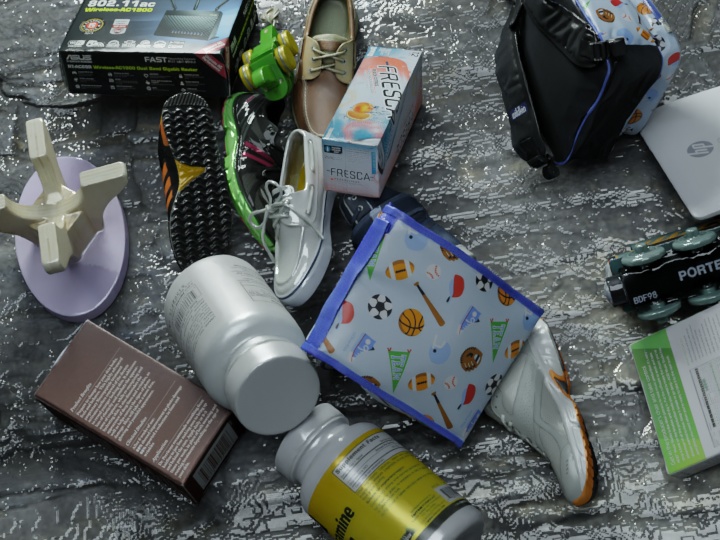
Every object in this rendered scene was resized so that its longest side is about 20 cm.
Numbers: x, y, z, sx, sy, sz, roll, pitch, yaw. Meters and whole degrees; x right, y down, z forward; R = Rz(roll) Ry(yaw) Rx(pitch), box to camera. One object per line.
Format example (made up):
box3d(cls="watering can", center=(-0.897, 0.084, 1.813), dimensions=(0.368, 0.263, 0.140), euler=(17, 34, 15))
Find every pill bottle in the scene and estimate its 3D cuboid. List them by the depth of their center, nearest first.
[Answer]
box3d(cls="pill bottle", center=(0.014, 0.223, 1.590), dimensions=(0.200, 0.113, 0.113), euler=(38, 76, 23))
box3d(cls="pill bottle", center=(-0.117, 0.077, 1.637), dimensions=(0.114, 0.115, 0.200), euler=(-33, 36, -6))

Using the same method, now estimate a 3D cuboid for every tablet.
box3d(cls="tablet", center=(0.377, -0.129, 1.699), dimensions=(0.129, 0.014, 0.201), euler=(-19, 37, 1))

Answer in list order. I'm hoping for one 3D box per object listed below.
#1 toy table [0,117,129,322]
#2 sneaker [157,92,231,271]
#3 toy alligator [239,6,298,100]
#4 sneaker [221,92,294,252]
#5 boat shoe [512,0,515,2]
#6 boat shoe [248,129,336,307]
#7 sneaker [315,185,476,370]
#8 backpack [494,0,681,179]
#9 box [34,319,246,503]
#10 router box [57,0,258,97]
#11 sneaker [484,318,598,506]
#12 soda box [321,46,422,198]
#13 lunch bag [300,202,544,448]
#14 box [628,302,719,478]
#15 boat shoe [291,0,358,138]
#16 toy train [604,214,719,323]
box3d(cls="toy table", center=(-0.329, -0.058, 1.775), dimensions=(0.183, 0.117, 0.201), euler=(-25, 63, -3))
box3d(cls="sneaker", center=(-0.186, -0.093, 1.798), dimensions=(0.069, 0.090, 0.202), euler=(-6, 90, -12))
box3d(cls="toy alligator", center=(-0.095, -0.238, 1.831), dimensions=(0.059, 0.054, 0.201), euler=(-25, 26, 15))
box3d(cls="sneaker", center=(-0.104, -0.116, 1.786), dimensions=(0.083, 0.077, 0.202), euler=(-13, 65, 8))
box3d(cls="boat shoe", center=(0.206, -0.330, 1.838), dimensions=(0.200, 0.063, 0.073), euler=(38, 77, 23))
box3d(cls="boat shoe", center=(-0.074, -0.064, 1.708), dimensions=(0.074, 0.086, 0.203), euler=(-17, 50, 43))
box3d(cls="sneaker", center=(0.000, 0.000, 1.708), dimensions=(0.202, 0.077, 0.146), euler=(-38, 73, -15))
box3d(cls="backpack", center=(0.236, -0.233, 1.725), dimensions=(0.153, 0.201, 0.191), euler=(-10, 57, -32))
box3d(cls="box", center=(-0.228, 0.147, 1.689), dimensions=(0.199, 0.075, 0.100), euler=(29, 74, 18))
box3d(cls="router box", center=(-0.229, -0.269, 1.856), dimensions=(0.198, 0.062, 0.150), euler=(2, 42, 10))
box3d(cls="sneaker", center=(0.176, 0.152, 1.626), dimensions=(0.091, 0.076, 0.201), euler=(-20, 56, 8))
box3d(cls="soda box", center=(0.015, -0.163, 1.746), dimensions=(0.063, 0.069, 0.201), euler=(7, 39, 13))
box3d(cls="lunch bag", center=(0.051, 0.049, 1.595), dimensions=(0.124, 0.199, 0.171), euler=(26, 85, 53))
box3d(cls="box", center=(0.371, 0.100, 1.581), dimensions=(0.199, 0.036, 0.145), euler=(-27, 61, 28))
box3d(cls="boat shoe", center=(-0.040, -0.239, 1.827), dimensions=(0.075, 0.074, 0.202), euler=(2, 66, -1))
box3d(cls="toy train", center=(0.342, -0.010, 1.646), dimensions=(0.198, 0.114, 0.086), euler=(-19, 99, 7))
